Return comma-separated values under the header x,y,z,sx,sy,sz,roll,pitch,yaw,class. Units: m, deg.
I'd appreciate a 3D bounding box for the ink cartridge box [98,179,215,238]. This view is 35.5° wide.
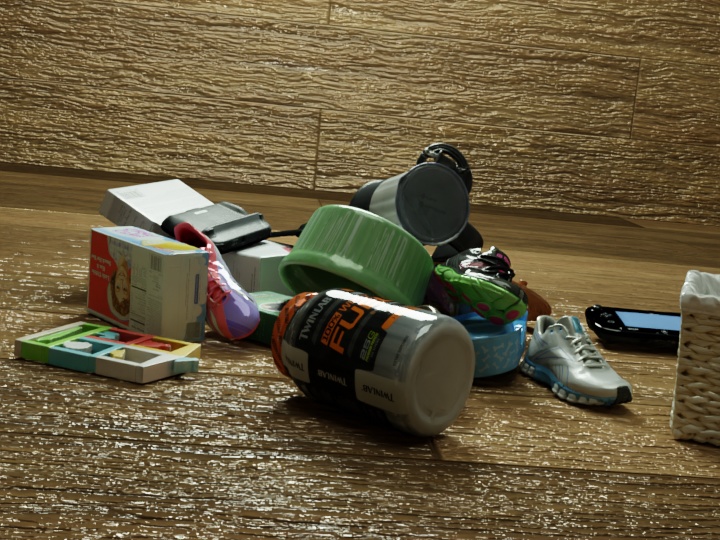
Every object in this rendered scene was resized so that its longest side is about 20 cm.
x,y,z,sx,sy,sz,roll,pitch,yaw,class
-0.269,-0.071,1.698,0.175,0.045,0.200,33,19,14,ink cartridge box

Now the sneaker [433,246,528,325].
x,y,z,sx,sy,sz,roll,pitch,yaw,class
0.156,0.007,1.405,0.077,0.084,0.200,51,-6,-23,sneaker

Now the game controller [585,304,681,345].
x,y,z,sx,sy,sz,roll,pitch,yaw,class
0.433,0.083,1.652,0.197,0.043,0.104,4,9,-4,game controller

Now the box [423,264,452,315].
x,y,z,sx,sy,sz,roll,pitch,yaw,class
0.055,0.008,1.660,0.136,0.039,0.200,11,-19,29,box

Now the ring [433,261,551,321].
x,y,z,sx,sy,sz,roll,pitch,yaw,class
0.188,0.027,1.661,0.198,0.019,0.201,20,-15,6,ring

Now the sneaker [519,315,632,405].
x,y,z,sx,sy,sz,roll,pitch,yaw,class
0.255,0.102,1.343,0.074,0.088,0.200,3,11,-25,sneaker

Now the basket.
x,y,z,sx,sy,sz,roll,pitch,yaw,class
0.445,0.100,1.237,0.196,0.163,0.200,9,10,18,basket

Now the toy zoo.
x,y,z,sx,sy,sz,roll,pitch,yaw,class
-0.271,0.093,1.275,0.198,0.021,0.131,9,10,18,toy zoo

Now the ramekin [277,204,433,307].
x,y,z,sx,sy,sz,roll,pitch,yaw,class
0.000,0.000,1.475,0.198,0.098,0.200,23,-19,8,ramekin

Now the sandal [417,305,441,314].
x,y,z,sx,sy,sz,roll,pitch,yaw,class
0.071,0.083,1.291,0.080,0.054,0.200,-33,22,7,sandal

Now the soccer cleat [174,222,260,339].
x,y,z,sx,sy,sz,roll,pitch,yaw,class
-0.188,0.013,1.428,0.066,0.077,0.200,-32,43,-5,soccer cleat

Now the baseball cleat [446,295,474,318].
x,y,z,sx,sy,sz,roll,pitch,yaw,class
0.178,0.048,1.584,0.105,0.071,0.200,8,-2,10,baseball cleat

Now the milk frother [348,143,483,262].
x,y,z,sx,sy,sz,roll,pitch,yaw,class
0.104,-0.117,1.658,0.179,0.202,0.188,19,-10,-21,milk frother

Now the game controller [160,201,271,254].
x,y,z,sx,sy,sz,roll,pitch,yaw,class
-0.208,-0.063,1.646,0.103,0.043,0.200,17,15,18,game controller

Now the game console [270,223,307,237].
x,y,z,sx,sy,sz,roll,pitch,yaw,class
-0.061,-0.022,1.794,0.116,0.177,0.199,-44,23,-26,game console

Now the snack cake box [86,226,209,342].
x,y,z,sx,sy,sz,roll,pitch,yaw,class
-0.276,0.016,1.445,0.067,0.117,0.199,-5,14,-40,snack cake box

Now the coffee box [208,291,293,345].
x,y,z,sx,sy,sz,roll,pitch,yaw,class
-0.087,0.069,1.463,0.198,0.045,0.122,13,11,34,coffee box

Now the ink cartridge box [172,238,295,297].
x,y,z,sx,sy,sz,roll,pitch,yaw,class
-0.178,0.000,1.699,0.198,0.085,0.145,11,12,36,ink cartridge box

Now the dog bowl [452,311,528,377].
x,y,z,sx,sy,sz,roll,pitch,yaw,class
0.154,0.090,1.406,0.110,0.050,0.200,-6,7,14,dog bowl

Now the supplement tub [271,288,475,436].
x,y,z,sx,sy,sz,roll,pitch,yaw,class
0.009,0.088,1.159,0.199,0.124,0.122,13,12,40,supplement tub
